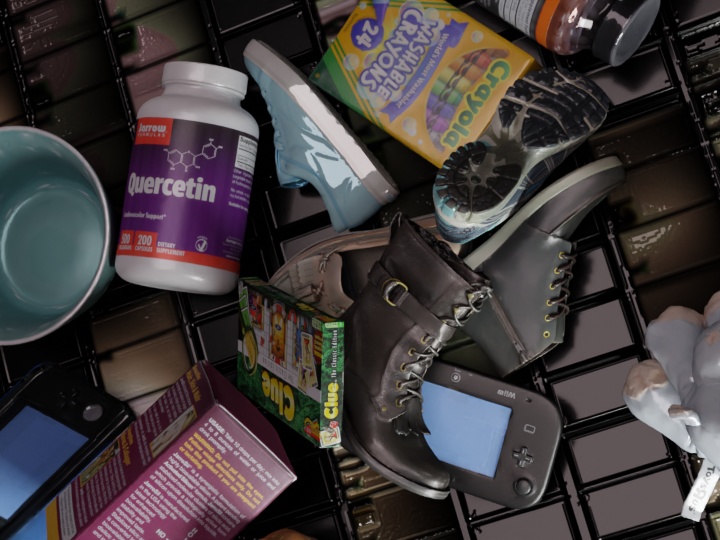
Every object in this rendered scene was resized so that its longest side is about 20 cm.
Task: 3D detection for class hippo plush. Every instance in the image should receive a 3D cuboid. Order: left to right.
[{"bbox_3d":[0.278,0.103,1.368,0.159,0.161,0.200,14,88,18],"label":"hippo plush"}]

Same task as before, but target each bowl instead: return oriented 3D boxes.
[{"bbox_3d":[-0.302,-0.026,1.597,0.201,0.105,0.201,-2,82,18],"label":"bowl"}]

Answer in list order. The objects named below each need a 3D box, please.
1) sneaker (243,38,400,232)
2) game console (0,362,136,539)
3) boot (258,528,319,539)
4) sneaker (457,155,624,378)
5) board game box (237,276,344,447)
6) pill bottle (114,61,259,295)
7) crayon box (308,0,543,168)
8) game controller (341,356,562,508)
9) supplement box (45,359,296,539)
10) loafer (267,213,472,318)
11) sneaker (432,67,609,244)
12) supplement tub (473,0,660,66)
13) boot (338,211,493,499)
[{"bbox_3d":[-0.056,-0.119,1.547,0.082,0.074,0.200,-41,73,6],"label":"sneaker"},{"bbox_3d":[-0.279,0.210,1.559,0.200,0.171,0.118,-44,47,8],"label":"game console"},{"bbox_3d":[-0.083,0.318,1.459,0.074,0.155,0.200,3,84,18],"label":"boot"},{"bbox_3d":[0.167,-0.003,1.470,0.200,0.075,0.106,-42,78,18],"label":"sneaker"},{"bbox_3d":[-0.062,0.074,1.458,0.023,0.200,0.105,-6,102,-23],"label":"board game box"},{"bbox_3d":[-0.153,-0.082,1.553,0.112,0.112,0.200,6,85,18],"label":"pill bottle"},{"bbox_3d":[0.070,-0.165,1.525,0.200,0.052,0.126,35,95,18],"label":"crayon box"},{"bbox_3d":[0.074,0.131,1.485,0.200,0.042,0.104,17,107,18],"label":"game controller"},{"bbox_3d":[-0.167,0.193,1.490,0.200,0.131,0.103,-44,107,2],"label":"supplement box"},{"bbox_3d":[0.000,0.000,1.514,0.200,0.063,0.072,-21,96,13],"label":"loafer"},{"bbox_3d":[0.130,-0.098,1.473,0.200,0.086,0.078,-38,72,-24],"label":"sneaker"},{"bbox_3d":[0.156,-0.256,1.480,0.200,0.107,0.107,36,95,18],"label":"supplement tub"},{"bbox_3d":[0.049,0.070,1.439,0.174,0.069,0.200,-48,70,16],"label":"boot"}]
